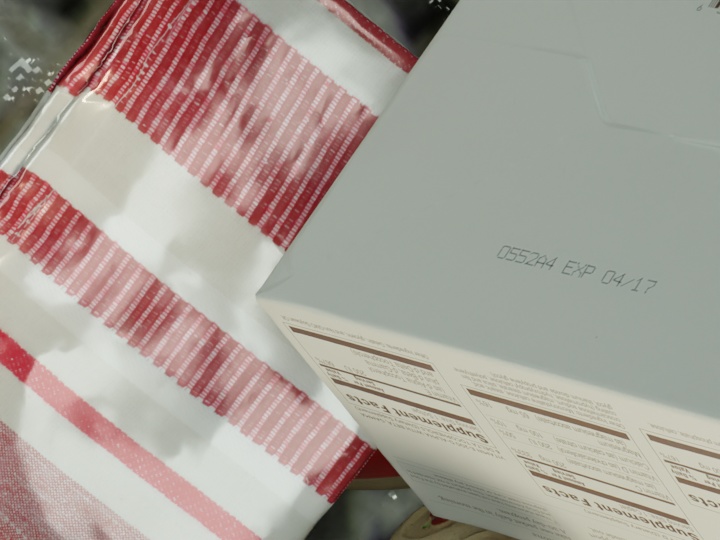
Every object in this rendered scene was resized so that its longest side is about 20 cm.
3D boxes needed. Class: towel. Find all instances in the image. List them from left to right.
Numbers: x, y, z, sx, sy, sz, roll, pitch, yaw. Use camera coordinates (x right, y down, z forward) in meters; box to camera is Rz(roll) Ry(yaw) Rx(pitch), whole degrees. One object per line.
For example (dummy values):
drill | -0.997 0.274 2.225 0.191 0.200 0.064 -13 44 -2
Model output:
towel | -0.051 0.009 0.886 0.144 0.023 0.200 38 88 -6

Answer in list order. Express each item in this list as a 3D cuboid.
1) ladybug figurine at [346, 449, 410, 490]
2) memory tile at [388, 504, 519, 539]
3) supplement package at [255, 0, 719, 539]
ladybug figurine | 0.000 0.000 0.946 0.199 0.072 0.136 -1 82 5
memory tile | -0.007 0.122 0.872 0.153 0.200 0.017 -29 104 2
supplement package | 0.105 -0.002 0.801 0.200 0.111 0.156 14 62 44
